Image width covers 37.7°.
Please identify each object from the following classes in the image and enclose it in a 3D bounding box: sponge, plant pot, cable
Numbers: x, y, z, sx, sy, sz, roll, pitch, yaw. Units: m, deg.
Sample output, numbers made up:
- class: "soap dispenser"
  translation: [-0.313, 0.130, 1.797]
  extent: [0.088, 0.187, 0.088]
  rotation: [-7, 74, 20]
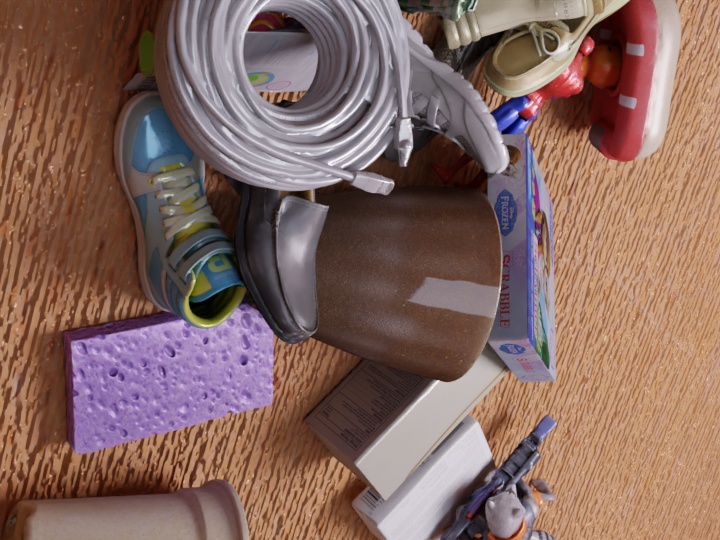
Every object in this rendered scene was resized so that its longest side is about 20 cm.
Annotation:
- class: "sponge"
  translation: [-0.172, 0.092, 0.972]
  extent: [0.199, 0.030, 0.112]
  rotation: [-11, 114, -31]
- class: "plant pot"
  translation: [-0.219, 0.277, 0.926]
  extent: [0.183, 0.200, 0.201]
  rotation: [11, 102, -26]
- class: "cable"
  translation: [-0.055, -0.160, 0.791]
  extent: [0.199, 0.069, 0.201]
  rotation: [3, 91, -28]
- class: "plant pot"
  translation: [0.000, 0.000, 0.977]
  extent: [0.199, 0.187, 0.188]
  rotation: [8, 104, -20]

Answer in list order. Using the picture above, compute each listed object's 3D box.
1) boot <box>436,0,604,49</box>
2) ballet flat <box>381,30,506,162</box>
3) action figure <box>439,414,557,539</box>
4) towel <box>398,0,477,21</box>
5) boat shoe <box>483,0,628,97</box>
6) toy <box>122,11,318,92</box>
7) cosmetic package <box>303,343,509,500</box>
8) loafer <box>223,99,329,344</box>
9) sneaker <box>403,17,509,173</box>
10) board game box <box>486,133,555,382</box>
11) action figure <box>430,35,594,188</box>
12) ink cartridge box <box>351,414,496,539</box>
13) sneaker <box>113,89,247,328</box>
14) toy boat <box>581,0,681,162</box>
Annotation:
- class: "boot"
  translation: [0.132, -0.297, 0.985]
  extent: [0.155, 0.201, 0.073]
  rotation: [-15, 148, 10]
- class: "ballet flat"
  translation: [0.078, -0.194, 1.031]
  extent: [0.200, 0.046, 0.067]
  rotation: [-54, 151, 2]
- class: "action figure"
  translation: [0.193, 0.276, 1.233]
  extent: [0.200, 0.105, 0.193]
  rotation: [-51, 154, 2]
- class: "towel"
  translation: [0.072, -0.289, 0.888]
  extent: [0.023, 0.200, 0.153]
  rotation: [11, 101, -17]
- class: "boat shoe"
  translation: [0.193, -0.248, 1.004]
  extent: [0.200, 0.073, 0.063]
  rotation: [-40, 154, -7]
- class: "toy"
  translation: [-0.090, -0.189, 0.884]
  extent: [0.199, 0.115, 0.047]
  rotation: [-11, 82, -33]
- class: "cosmetic package"
  translation: [0.052, 0.126, 1.096]
  extent: [0.200, 0.103, 0.073]
  rotation: [-44, 128, -11]
- class: "loafer"
  translation: [-0.060, -0.042, 0.858]
  extent: [0.073, 0.072, 0.201]
  rotation: [-4, 80, -64]
- class: "sneaker"
  translation: [0.055, -0.156, 0.968]
  extent: [0.082, 0.200, 0.075]
  rotation: [-44, 172, 6]
- class: "board game box"
  translation: [0.162, -0.005, 1.048]
  extent: [0.200, 0.041, 0.201]
  rotation: [43, 47, -67]
- class: "action figure"
  translation: [0.150, -0.175, 1.079]
  extent: [0.200, 0.099, 0.065]
  rotation: [-43, 133, 15]
- class: "ink cartridge box"
  translation: [0.086, 0.263, 1.224]
  extent: [0.163, 0.057, 0.200]
  rotation: [-44, 148, -13]
- class: "sneaker"
  translation: [-0.140, -0.045, 0.875]
  extent: [0.079, 0.130, 0.201]
  rotation: [-20, 117, -27]
- class: "toy boat"
  translation: [0.253, -0.218, 1.108]
  extent: [0.130, 0.131, 0.201]
  rotation: [1, 110, -5]
